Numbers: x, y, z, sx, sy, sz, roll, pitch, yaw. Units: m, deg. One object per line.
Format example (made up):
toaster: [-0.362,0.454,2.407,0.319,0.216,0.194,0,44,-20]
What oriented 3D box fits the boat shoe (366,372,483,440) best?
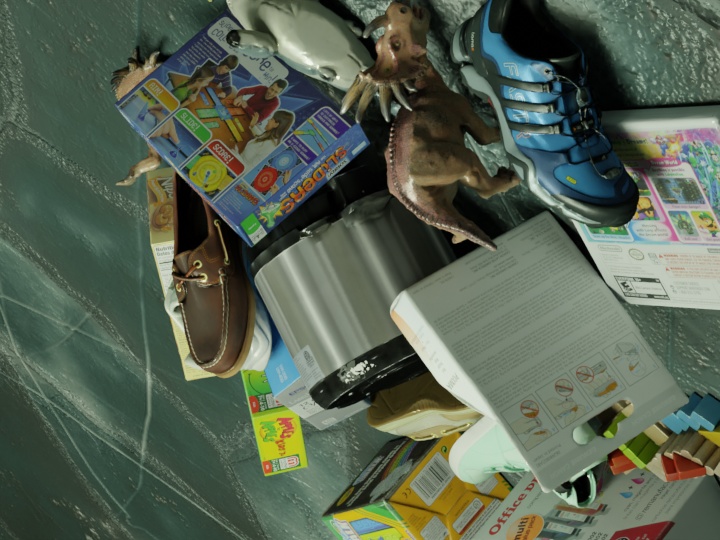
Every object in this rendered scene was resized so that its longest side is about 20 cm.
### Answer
boat shoe: [0.094,0.120,1.770,0.066,0.074,0.200,29,151,-34]

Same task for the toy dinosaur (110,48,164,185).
toy dinosaur: [-0.167,-0.155,1.736,0.200,0.086,0.136,-7,88,36]

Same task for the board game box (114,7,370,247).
board game box: [-0.104,-0.126,1.571,0.200,0.135,0.034,45,172,36]

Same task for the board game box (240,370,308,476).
board game box: [-0.100,0.099,1.889,0.102,0.048,0.200,82,174,-49]

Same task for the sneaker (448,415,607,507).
sneaker: [0.154,0.182,1.685,0.118,0.074,0.200,58,149,15]

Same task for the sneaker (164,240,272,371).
sneaker: [-0.144,0.002,1.698,0.070,0.080,0.201,122,136,-56]

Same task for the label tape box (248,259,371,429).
label tape box: [-0.069,0.056,1.752,0.200,0.066,0.143,41,-155,-63]

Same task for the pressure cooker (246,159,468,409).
pressure cooker: [-0.002,0.001,1.599,0.176,0.179,0.200,-32,78,24]

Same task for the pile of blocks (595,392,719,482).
pile of blocks: [0.266,0.148,1.587,0.200,0.062,0.082,-8,123,55]

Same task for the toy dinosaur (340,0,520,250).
toy dinosaur: [0.048,-0.100,1.440,0.135,0.200,0.086,20,142,-41]

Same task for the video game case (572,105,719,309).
video game case: [0.237,-0.045,1.410,0.200,0.024,0.182,3,131,52]

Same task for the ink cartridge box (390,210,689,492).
ink cartridge box: [0.145,0.068,1.490,0.200,0.162,0.050,56,154,12]

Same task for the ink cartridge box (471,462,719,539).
ink cartridge box: [0.235,0.268,1.697,0.200,0.145,0.145,4,132,50]

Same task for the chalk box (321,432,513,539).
chalk box: [0.055,0.258,1.942,0.124,0.125,0.200,48,152,-7]

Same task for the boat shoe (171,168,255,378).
boat shoe: [-0.140,-0.005,1.626,0.070,0.200,0.070,-22,152,31]

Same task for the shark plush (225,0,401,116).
shark plush: [-0.024,-0.190,1.551,0.200,0.091,0.083,24,172,-5]

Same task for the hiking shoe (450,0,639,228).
hiking shoe: [0.141,-0.120,1.352,0.200,0.074,0.087,53,148,11]

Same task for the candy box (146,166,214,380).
candy box: [-0.176,0.003,1.898,0.116,0.055,0.200,-101,1,-46]
